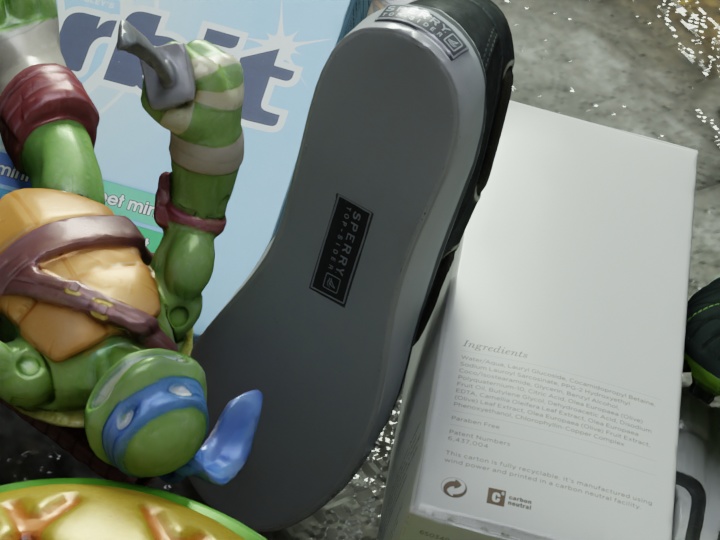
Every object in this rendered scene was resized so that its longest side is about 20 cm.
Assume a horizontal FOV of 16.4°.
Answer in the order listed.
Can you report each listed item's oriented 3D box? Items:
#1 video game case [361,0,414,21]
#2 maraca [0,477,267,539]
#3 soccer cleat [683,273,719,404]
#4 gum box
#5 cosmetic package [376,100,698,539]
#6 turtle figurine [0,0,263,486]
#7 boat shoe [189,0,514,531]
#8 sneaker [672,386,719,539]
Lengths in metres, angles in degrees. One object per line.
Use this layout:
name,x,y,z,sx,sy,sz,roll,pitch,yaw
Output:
video game case,-0.071,-0.095,0.949,0.198,0.023,0.183,14,66,5
maraca,-0.058,0.128,0.708,0.198,0.107,0.138,10,66,1
soccer cleat,0.157,0.004,0.871,0.067,0.081,0.200,32,20,7
gum box,-0.093,-0.074,0.903,0.169,0.045,0.201,15,66,6
cosmetic package,0.055,0.049,0.828,0.084,0.108,0.201,14,44,0
turtle figurine,-0.113,-0.034,0.761,0.199,0.144,0.194,28,13,-40
boat shoe,0.000,0.000,0.802,0.068,0.201,0.057,34,34,14
sneaker,0.125,0.117,0.799,0.079,0.074,0.201,16,43,-1
